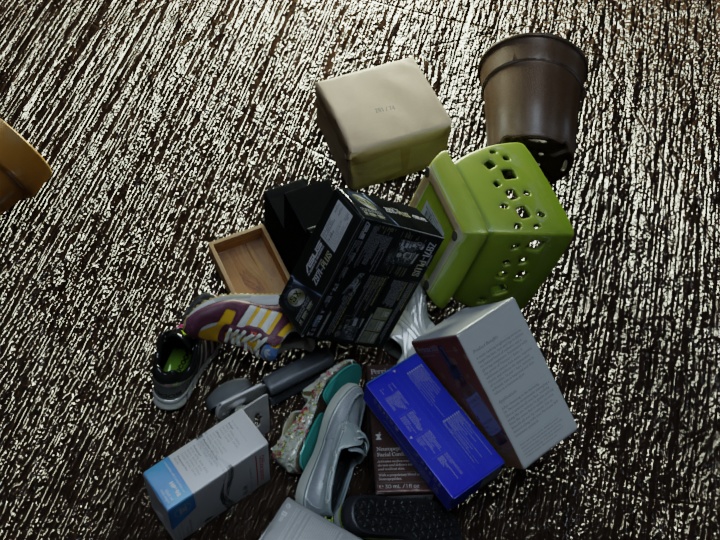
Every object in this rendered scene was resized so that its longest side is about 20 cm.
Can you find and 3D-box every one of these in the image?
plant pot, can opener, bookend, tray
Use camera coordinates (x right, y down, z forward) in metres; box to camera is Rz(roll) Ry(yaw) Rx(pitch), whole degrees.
[{"bbox_3d":[0.178,-0.064,1.517,0.178,0.200,0.202,-1,50,-27],"label":"plant pot"},{"bbox_3d":[-0.131,0.164,1.452,0.197,0.053,0.067,-22,58,-18],"label":"can opener"},{"bbox_3d":[-0.080,-0.080,1.538,0.091,0.200,0.202,-19,56,-18],"label":"bookend"},{"bbox_3d":[-0.160,0.025,1.560,0.097,0.037,0.202,-20,57,-16],"label":"tray"},{"bbox_3d":[0.297,-0.270,1.713,0.196,0.201,0.202,7,61,1],"label":"plant pot"},{"bbox_3d":[-0.628,-0.148,1.570,0.198,0.201,0.185,30,73,17],"label":"plant pot"}]

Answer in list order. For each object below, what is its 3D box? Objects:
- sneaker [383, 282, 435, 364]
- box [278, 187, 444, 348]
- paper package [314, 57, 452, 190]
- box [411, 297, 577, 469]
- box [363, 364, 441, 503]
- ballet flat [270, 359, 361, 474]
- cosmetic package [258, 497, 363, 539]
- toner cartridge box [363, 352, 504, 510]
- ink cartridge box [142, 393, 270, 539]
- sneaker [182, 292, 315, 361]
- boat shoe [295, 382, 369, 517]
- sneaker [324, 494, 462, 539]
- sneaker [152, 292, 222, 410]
[{"bbox_3d":[0.061,0.076,1.516,0.097,0.079,0.202,-14,54,-7],"label":"sneaker"},{"bbox_3d":[0.000,0.000,1.418,0.162,0.202,0.086,10,27,-40],"label":"box"},{"bbox_3d":[0.037,-0.260,1.734,0.197,0.104,0.193,-17,58,-14],"label":"paper package"},{"bbox_3d":[0.183,0.157,1.368,0.105,0.152,0.203,-29,94,-22],"label":"box"},{"bbox_3d":[0.060,0.237,1.402,0.098,0.076,0.203,-1,53,-5],"label":"box"},{"bbox_3d":[-0.068,0.203,1.422,0.063,0.076,0.201,7,46,32],"label":"ballet flat"},{"bbox_3d":[-0.031,0.390,1.267,0.198,0.108,0.091,27,57,17],"label":"cosmetic package"},{"bbox_3d":[0.098,0.218,1.349,0.094,0.044,0.201,-27,62,-24],"label":"toner cartridge box"},{"bbox_3d":[-0.188,0.268,1.336,0.198,0.117,0.067,-32,61,-23],"label":"ink cartridge box"},{"bbox_3d":[-0.158,0.088,1.432,0.196,0.075,0.091,-6,57,-25],"label":"sneaker"},{"bbox_3d":[-0.023,0.254,1.376,0.070,0.070,0.203,4,57,31],"label":"boat shoe"},{"bbox_3d":[0.044,0.345,1.325,0.197,0.083,0.073,21,52,-22],"label":"sneaker"},{"bbox_3d":[-0.255,0.105,1.464,0.072,0.088,0.202,17,55,9],"label":"sneaker"}]
